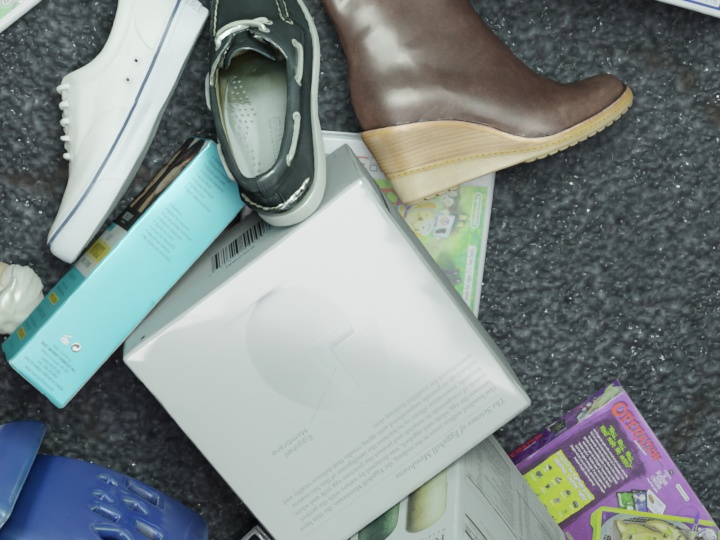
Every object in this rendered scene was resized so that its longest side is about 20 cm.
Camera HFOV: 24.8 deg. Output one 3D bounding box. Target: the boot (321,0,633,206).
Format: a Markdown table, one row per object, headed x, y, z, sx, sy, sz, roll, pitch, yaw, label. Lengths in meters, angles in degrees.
| x | y | z | sx | sy | sz | roll | pitch | yaw | label |
| --- | --- | --- | --- | --- | --- | --- | --- | --- | --- |
| 0.082 | -0.152 | 1.132 | 0.199 | 0.072 | 0.167 | -21 | 95 | -16 | boot |

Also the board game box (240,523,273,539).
| x | y | z | sx | sy | sz | roll | pitch | yaw | label |
| --- | --- | --- | --- | --- | --- | --- | --- | --- | --- |
| -0.102 | 0.305 | 1.245 | 0.200 | 0.035 | 0.126 | -44 | 83 | 8 | board game box |

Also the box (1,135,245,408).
| x | y | z | sx | sy | sz | roll | pitch | yaw | label |
| --- | --- | --- | --- | --- | --- | --- | --- | --- | --- |
| -0.158 | -0.002 | 1.118 | 0.049 | 0.082 | 0.200 | 43 | 84 | -16 | box |

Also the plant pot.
| x | y | z | sx | sy | sz | roll | pitch | yaw | label |
| --- | --- | --- | --- | --- | --- | --- | --- | --- | --- |
| -0.236 | 0.232 | 1.150 | 0.179 | 0.200 | 0.200 | 38 | 100 | -10 | plant pot |

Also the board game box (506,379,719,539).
| x | y | z | sx | sy | sz | roll | pitch | yaw | label |
| --- | --- | --- | --- | --- | --- | --- | --- | --- | --- |
| 0.205 | 0.196 | 1.277 | 0.120 | 0.032 | 0.200 | -33 | 109 | 8 | board game box |

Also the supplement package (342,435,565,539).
| x | y | z | sx | sy | sz | roll | pitch | yaw | label |
| --- | --- | --- | --- | --- | --- | --- | --- | --- | --- |
| 0.049 | 0.222 | 1.161 | 0.151 | 0.200 | 0.151 | -31 | 109 | 16 | supplement package |

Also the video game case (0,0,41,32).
| x | y | z | sx | sy | sz | roll | pitch | yaw | label |
| --- | --- | --- | --- | --- | --- | --- | --- | --- | --- |
| -0.320 | -0.213 | 1.087 | 0.200 | 0.023 | 0.182 | -36 | 108 | 5 | video game case |

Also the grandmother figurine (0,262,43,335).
| x | y | z | sx | sy | sz | roll | pitch | yaw | label |
| --- | --- | --- | --- | --- | --- | --- | --- | --- | --- |
| -0.308 | -0.018 | 1.135 | 0.199 | 0.061 | 0.121 | 31 | 129 | -18 | grandmother figurine |

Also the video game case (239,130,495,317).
| x | y | z | sx | sy | sz | roll | pitch | yaw | label |
| --- | --- | --- | --- | --- | --- | --- | --- | --- | --- |
| 0.000 | 0.000 | 1.193 | 0.181 | 0.022 | 0.201 | 3 | 107 | -8 | video game case |

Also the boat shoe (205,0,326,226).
| x | y | z | sx | sy | sz | roll | pitch | yaw | label |
| --- | --- | --- | --- | --- | --- | --- | --- | --- | --- |
| -0.065 | -0.128 | 1.064 | 0.075 | 0.201 | 0.060 | -23 | 151 | 12 | boat shoe |

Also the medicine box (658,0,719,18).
| x | y | z | sx | sy | sz | roll | pitch | yaw | label |
| --- | --- | --- | --- | --- | --- | --- | --- | --- | --- |
| 0.175 | -0.279 | 1.066 | 0.199 | 0.103 | 0.183 | 10 | 106 | -22 | medicine box |

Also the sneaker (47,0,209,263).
| x | y | z | sx | sy | sz | roll | pitch | yaw | label |
| --- | --- | --- | --- | --- | --- | --- | --- | --- | --- |
| -0.176 | -0.105 | 1.120 | 0.070 | 0.073 | 0.201 | 26 | 94 | -5 | sneaker |

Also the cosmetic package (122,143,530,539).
| x | y | z | sx | sy | sz | roll | pitch | yaw | label |
| --- | --- | --- | --- | --- | --- | --- | --- | --- | --- |
| -0.025 | 0.058 | 1.132 | 0.199 | 0.123 | 0.200 | -36 | 106 | 4 | cosmetic package |
